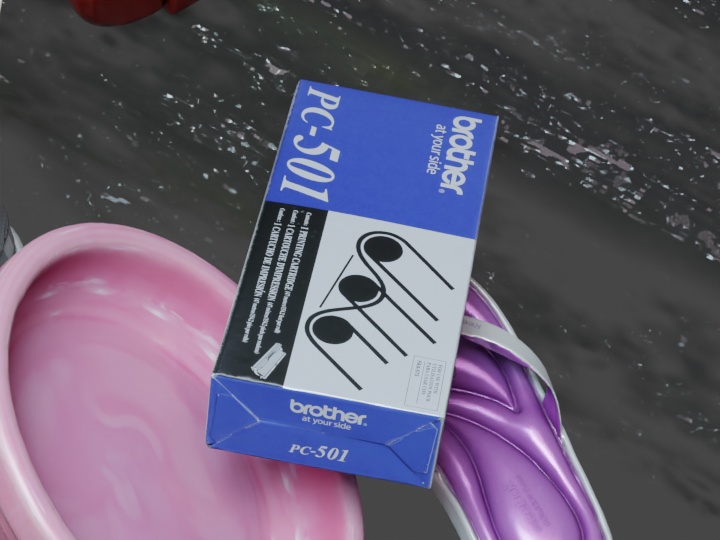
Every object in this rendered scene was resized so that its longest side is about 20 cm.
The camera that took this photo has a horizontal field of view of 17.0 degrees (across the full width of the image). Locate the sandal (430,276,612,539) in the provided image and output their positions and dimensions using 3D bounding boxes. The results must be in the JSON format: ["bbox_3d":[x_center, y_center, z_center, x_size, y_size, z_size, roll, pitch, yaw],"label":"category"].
[{"bbox_3d":[0.047,0.054,1.042,0.082,0.050,0.203,-31,71,-18],"label":"sandal"}]

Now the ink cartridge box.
[{"bbox_3d":[0.000,0.000,1.022,0.094,0.044,0.200,10,41,2],"label":"ink cartridge box"}]

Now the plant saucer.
[{"bbox_3d":[-0.084,0.078,0.973,0.200,0.051,0.201,33,38,-30],"label":"plant saucer"}]

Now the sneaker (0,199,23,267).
[{"bbox_3d":[-0.235,0.009,1.002,0.200,0.116,0.075,-29,72,-17],"label":"sneaker"}]

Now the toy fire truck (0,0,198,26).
[{"bbox_3d":[-0.119,-0.153,1.051,0.200,0.176,0.129,-33,73,-17],"label":"toy fire truck"}]
